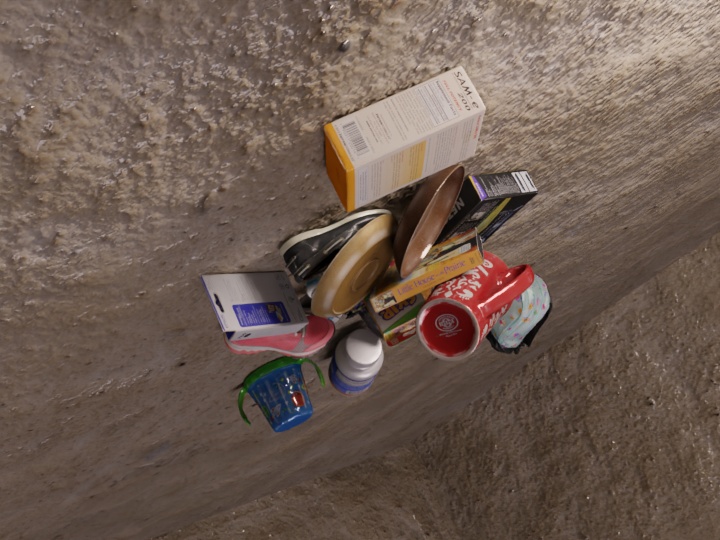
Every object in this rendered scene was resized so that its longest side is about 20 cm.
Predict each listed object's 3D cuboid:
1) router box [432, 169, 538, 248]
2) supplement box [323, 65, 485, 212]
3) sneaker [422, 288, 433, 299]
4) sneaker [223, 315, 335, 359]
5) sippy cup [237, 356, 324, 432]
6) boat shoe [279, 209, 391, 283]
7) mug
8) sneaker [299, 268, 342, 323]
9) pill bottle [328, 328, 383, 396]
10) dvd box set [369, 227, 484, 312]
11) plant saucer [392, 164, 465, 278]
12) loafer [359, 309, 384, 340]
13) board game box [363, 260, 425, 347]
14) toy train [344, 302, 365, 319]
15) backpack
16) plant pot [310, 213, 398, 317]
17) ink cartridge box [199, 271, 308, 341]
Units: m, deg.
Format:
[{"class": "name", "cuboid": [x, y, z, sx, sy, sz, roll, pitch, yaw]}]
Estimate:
[{"class": "router box", "cuboid": [0.199, -0.097, 1.586, 0.156, 0.053, 0.200, -11, 156, -40]}, {"class": "supplement box", "cuboid": [0.055, -0.169, 1.150, 0.198, 0.074, 0.126, -25, 162, -9]}, {"class": "sneaker", "cuboid": [0.081, 0.030, 1.681, 0.200, 0.087, 0.076, -31, 133, -58]}, {"class": "sneaker", "cuboid": [-0.142, 0.103, 1.538, 0.197, 0.075, 0.087, -2, 145, -3]}, {"class": "sippy cup", "cuboid": [-0.170, 0.276, 1.938, 0.177, 0.132, 0.139, -39, 158, 33]}, {"class": "boat shoe", "cuboid": [-0.028, -0.039, 1.396, 0.198, 0.068, 0.072, -23, 158, -24]}, {"class": "mug", "cuboid": [0.181, 0.044, 1.459, 0.178, 0.133, 0.200, -55, 173, 29]}, {"class": "sneaker", "cuboid": [-0.047, 0.023, 1.538, 0.086, 0.076, 0.201, 10, 135, -30]}, {"class": "pill bottle", "cuboid": [-0.009, 0.205, 2.009, 0.111, 0.113, 0.201, -21, 160, -19]}, {"class": "dvd box set", "cuboid": [0.112, -0.003, 1.495, 0.198, 0.030, 0.147, -25, -167, 13]}, {"class": "plant saucer", "cuboid": [0.102, -0.084, 1.398, 0.201, 0.036, 0.201, -54, 165, -21]}, {"class": "loafer", "cuboid": [0.050, 0.109, 1.897, 0.072, 0.073, 0.200, -30, 161, 10]}, {"class": "board game box", "cuboid": [0.057, 0.050, 1.573, 0.095, 0.201, 0.030, -26, 132, -3]}, {"class": "toy train", "cuboid": [-0.006, 0.061, 1.683, 0.046, 0.034, 0.200, -43, 176, 9]}, {"class": "backpack", "cuboid": [0.388, 0.099, 2.237, 0.125, 0.168, 0.200, -4, 145, -40]}, {"class": "plant pot", "cuboid": [0.000, 0.000, 1.392, 0.200, 0.027, 0.201, -45, 161, -20]}, {"class": "ink cartridge box", "cuboid": [-0.172, 0.054, 1.386, 0.039, 0.100, 0.199, -36, 160, 30]}]
